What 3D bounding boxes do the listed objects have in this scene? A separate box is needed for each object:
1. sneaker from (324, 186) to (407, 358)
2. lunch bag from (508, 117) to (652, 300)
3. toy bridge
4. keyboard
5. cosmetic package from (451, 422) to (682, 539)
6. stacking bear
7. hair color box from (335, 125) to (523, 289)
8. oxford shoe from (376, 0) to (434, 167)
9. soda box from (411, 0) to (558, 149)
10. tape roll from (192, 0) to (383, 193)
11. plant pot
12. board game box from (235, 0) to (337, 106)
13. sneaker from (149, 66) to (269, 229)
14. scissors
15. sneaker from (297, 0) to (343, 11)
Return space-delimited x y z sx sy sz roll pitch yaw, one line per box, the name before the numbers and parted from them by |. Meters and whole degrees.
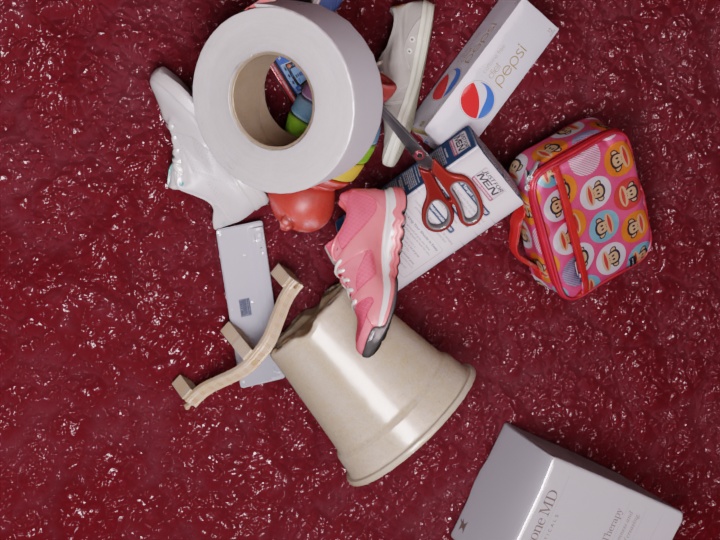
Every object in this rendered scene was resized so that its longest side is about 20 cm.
sneaker | 0.000 0.000 1.655 0.087 0.074 0.200 7 72 -1
lunch bag | 0.258 -0.070 1.810 0.176 0.082 0.200 -29 121 -15
toy bridge | -0.138 0.087 1.721 0.200 0.067 0.027 -49 136 4
keyboard | -0.129 0.041 1.752 0.056 0.011 0.200 -11 108 -10
cosmetic package | 0.254 0.318 1.848 0.200 0.166 0.168 25 92 -19
stacking bear | -0.045 -0.139 1.686 0.114 0.121 0.200 26 106 15
hair color box | 0.079 -0.068 1.740 0.200 0.061 0.100 -35 119 14
oxford shoe | 0.043 -0.220 1.732 0.058 0.075 0.200 10 88 2
soda box | 0.144 -0.230 1.768 0.064 0.068 0.200 37 88 -21
tape roll | -0.079 -0.187 1.592 0.071 0.202 0.203 -26 120 -59
plant pot | 0.000 0.117 1.734 0.200 0.200 0.184 -43 97 -6
board game box | -0.051 -0.242 1.731 0.103 0.019 0.200 -36 108 -10
sneaker | -0.192 -0.133 1.682 0.088 0.075 0.200 -34 109 3
scissors | 0.078 -0.126 1.666 0.073 0.014 0.200 -21 119 8
sneaker | -0.021 -0.338 1.679 0.077 0.076 0.200 33 73 -28
